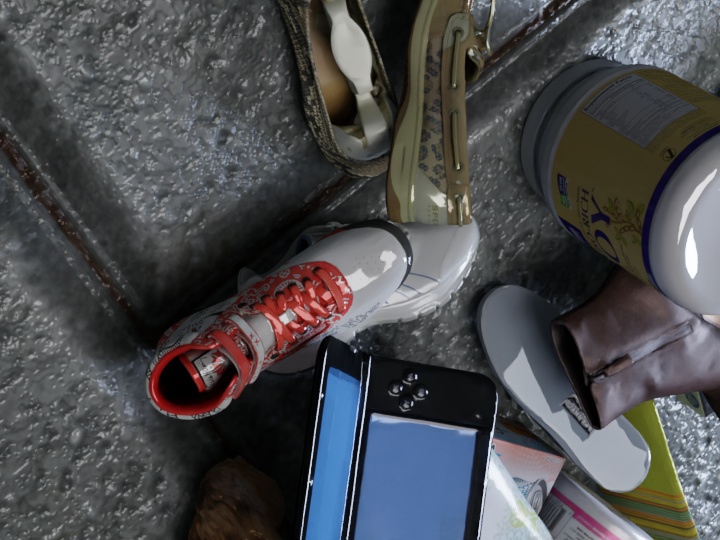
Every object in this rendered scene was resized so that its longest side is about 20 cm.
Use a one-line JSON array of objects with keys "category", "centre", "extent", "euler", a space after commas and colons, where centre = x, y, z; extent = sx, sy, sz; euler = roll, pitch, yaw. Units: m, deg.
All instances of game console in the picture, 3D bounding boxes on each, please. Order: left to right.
[{"category": "game console", "centre": [0.024, 0.159, 1.466], "extent": [0.176, 0.116, 0.200], "euler": [11, 83, -18]}]

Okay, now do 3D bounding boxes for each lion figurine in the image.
[{"category": "lion figurine", "centre": [-0.117, 0.244, 1.573], "extent": [0.122, 0.072, 0.200], "euler": [42, 95, -6]}]

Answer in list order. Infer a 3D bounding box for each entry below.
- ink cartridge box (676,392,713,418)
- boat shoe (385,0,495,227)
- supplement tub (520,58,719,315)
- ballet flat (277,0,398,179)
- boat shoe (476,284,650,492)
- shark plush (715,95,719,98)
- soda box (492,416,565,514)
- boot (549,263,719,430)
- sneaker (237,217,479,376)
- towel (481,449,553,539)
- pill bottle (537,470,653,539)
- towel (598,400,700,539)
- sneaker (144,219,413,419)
[{"category": "ink cartridge box", "centre": [0.288, 0.019, 1.735], "extent": [0.094, 0.044, 0.200], "euler": [-34, 127, -15]}, {"category": "boat shoe", "centre": [0.063, -0.125, 1.458], "extent": [0.073, 0.063, 0.200], "euler": [60, 39, -74]}, {"category": "supplement tub", "centre": [0.225, -0.068, 1.550], "extent": [0.145, 0.200, 0.146], "euler": [-14, 120, -26]}, {"category": "ballet flat", "centre": [-0.008, -0.132, 1.448], "extent": [0.068, 0.075, 0.200], "euler": [-28, 126, -12]}, {"category": "boat shoe", "centre": [0.156, 0.092, 1.671], "extent": [0.074, 0.068, 0.199], "euler": [-46, 104, -9]}, {"category": "shark plush", "centre": [0.342, -0.156, 1.694], "extent": [0.200, 0.091, 0.083], "euler": [-15, 102, -3]}, {"category": "soda box", "centre": [0.064, 0.144, 1.645], "extent": [0.200, 0.064, 0.068], "euler": [18, 103, -37]}, {"category": "boot", "centre": [0.235, 0.080, 1.641], "extent": [0.166, 0.072, 0.200], "euler": [-37, 113, -29]}, {"category": "sneaker", "centre": [0.000, 0.000, 1.526], "extent": [0.200, 0.075, 0.087], "euler": [-29, 121, -18]}, {"category": "towel", "centre": [0.053, 0.233, 1.599], "extent": [0.200, 0.048, 0.171], "euler": [-49, 135, -17]}, {"category": "pill bottle", "centre": [0.146, 0.275, 1.732], "extent": [0.113, 0.113, 0.200], "euler": [35, 93, -39]}, {"category": "towel", "centre": [0.230, 0.158, 1.747], "extent": [0.018, 0.086, 0.200], "euler": [-50, 134, -33]}, {"category": "sneaker", "centre": [-0.057, 0.039, 1.434], "extent": [0.201, 0.108, 0.067], "euler": [-26, 103, 17]}]
